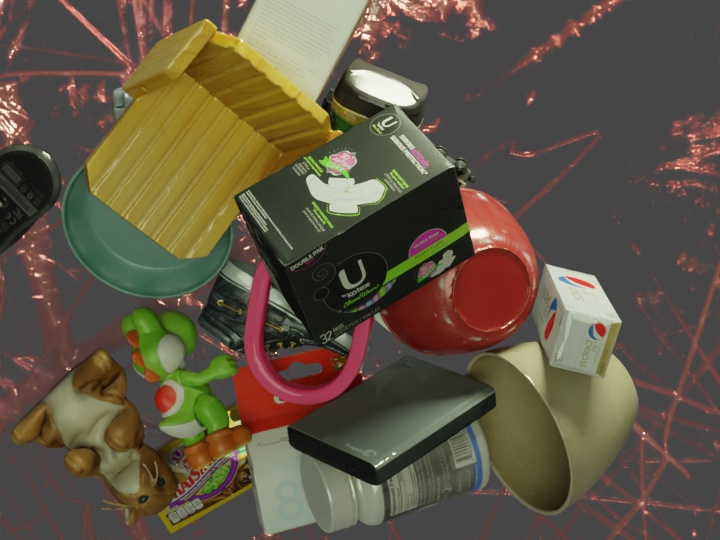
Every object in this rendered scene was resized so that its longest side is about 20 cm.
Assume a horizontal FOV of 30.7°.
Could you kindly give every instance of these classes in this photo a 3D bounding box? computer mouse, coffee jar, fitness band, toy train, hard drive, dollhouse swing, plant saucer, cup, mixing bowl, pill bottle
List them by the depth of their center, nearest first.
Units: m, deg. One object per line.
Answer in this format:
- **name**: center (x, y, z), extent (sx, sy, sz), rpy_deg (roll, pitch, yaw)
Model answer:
- **dollhouse swing**: center (-0.163, -0.122, 1.384), extent (0.200, 0.182, 0.176), rpy_deg (39, 69, -24)
- **coffee jar**: center (0.002, -0.132, 1.469), extent (0.104, 0.085, 0.200), rpy_deg (22, 121, 2)
- **hard drive**: center (0.036, 0.166, 1.476), extent (0.139, 0.200, 0.033), rpy_deg (18, 124, 41)
- **mixing bowl**: center (0.124, 0.011, 1.479), extent (0.200, 0.108, 0.201), rpy_deg (-4, 101, -20)
- **fitness band**: center (-0.058, 0.055, 1.489), extent (0.143, 0.037, 0.200), rpy_deg (11, 105, 5)
- **cup**: center (0.235, 0.161, 1.515), extent (0.143, 0.200, 0.201), rpy_deg (-23, 102, -23)
- **pill bottle**: center (0.039, 0.228, 1.517), extent (0.200, 0.114, 0.114), rpy_deg (-15, 102, -19)
- **plant saucer**: center (-0.244, -0.060, 1.518), extent (0.200, 0.036, 0.200), rpy_deg (2, 122, 4)
- **toy train**: center (0.043, -0.146, 1.519), extent (0.200, 0.034, 0.046), rpy_deg (30, 104, -4)
- **computer mouse**: center (-0.426, -0.082, 1.539), extent (0.200, 0.053, 0.139), rpy_deg (-34, 101, 20)

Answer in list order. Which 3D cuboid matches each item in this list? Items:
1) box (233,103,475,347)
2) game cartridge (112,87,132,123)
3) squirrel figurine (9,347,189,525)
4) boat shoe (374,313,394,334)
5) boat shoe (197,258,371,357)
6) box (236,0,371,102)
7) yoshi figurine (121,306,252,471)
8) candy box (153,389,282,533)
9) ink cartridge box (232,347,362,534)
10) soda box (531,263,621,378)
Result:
- **box**: center (-0.003, -0.047, 1.367), extent (0.200, 0.124, 0.149), rpy_deg (-31, 141, -8)
- **game cartridge**: center (-0.179, -0.147, 1.510), extent (0.200, 0.040, 0.134), rpy_deg (0, 110, 4)
- **squirrel figurine**: center (-0.287, 0.199, 1.525), extent (0.142, 0.200, 0.187), rpy_deg (-44, 98, -7)
- **boat shoe**: center (0.000, 0.000, 1.535), extent (0.200, 0.076, 0.060), rpy_deg (38, 101, -18)
- **boat shoe**: center (-0.091, 0.071, 1.552), extent (0.200, 0.071, 0.091), rpy_deg (29, 100, 3)
- **box**: center (-0.047, -0.295, 1.429), extent (0.106, 0.152, 0.200), rpy_deg (28, 102, -4)
- **yoshi figurine**: center (-0.202, 0.125, 1.544), extent (0.112, 0.112, 0.200), rpy_deg (-30, 92, -6)
- **candy box**: center (-0.176, 0.232, 1.607), extent (0.200, 0.026, 0.102), rpy_deg (-31, 98, 7)
- **ink cartridge box**: center (-0.058, 0.200, 1.567), extent (0.160, 0.047, 0.200), rpy_deg (-12, 103, -13)
- **soda box**: center (0.239, 0.053, 1.470), extent (0.064, 0.200, 0.068), rpy_deg (14, 104, -1)
